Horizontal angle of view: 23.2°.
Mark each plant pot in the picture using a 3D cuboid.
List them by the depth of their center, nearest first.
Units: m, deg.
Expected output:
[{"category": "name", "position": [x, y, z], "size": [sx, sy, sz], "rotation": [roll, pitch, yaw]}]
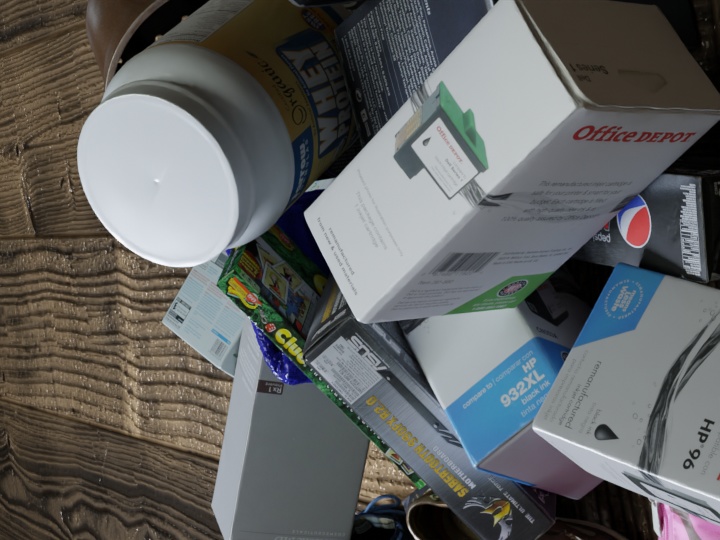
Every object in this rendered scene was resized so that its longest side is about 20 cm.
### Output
[{"category": "plant pot", "position": [-0.155, -0.197, 1.578], "size": [0.198, 0.198, 0.203], "rotation": [-129, 38, -56]}]

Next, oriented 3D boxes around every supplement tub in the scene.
[{"category": "supplement tub", "position": [-0.089, -0.103, 1.194], "size": [0.143, 0.200, 0.146], "rotation": [13, 124, 21]}]

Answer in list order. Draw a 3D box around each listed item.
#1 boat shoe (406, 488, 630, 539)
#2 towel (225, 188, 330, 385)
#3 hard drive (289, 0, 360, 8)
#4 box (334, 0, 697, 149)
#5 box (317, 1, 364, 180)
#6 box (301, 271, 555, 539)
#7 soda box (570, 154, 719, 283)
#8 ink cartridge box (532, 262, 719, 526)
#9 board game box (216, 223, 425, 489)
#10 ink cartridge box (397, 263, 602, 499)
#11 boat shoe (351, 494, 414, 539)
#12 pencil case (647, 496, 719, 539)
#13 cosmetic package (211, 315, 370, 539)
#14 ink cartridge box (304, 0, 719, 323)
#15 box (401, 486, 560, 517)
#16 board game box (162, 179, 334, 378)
[{"category": "boat shoe", "position": [0.116, 0.204, 1.224], "size": [0.201, 0.074, 0.076], "rotation": [15, 96, 37]}, {"category": "towel", "position": [0.000, 0.000, 1.314], "size": [0.049, 0.198, 0.149], "rotation": [-37, 70, 48]}, {"category": "hard drive", "position": [0.047, -0.220, 1.122], "size": [0.134, 0.199, 0.043], "rotation": [-28, 84, 53]}, {"category": "box", "position": [0.094, -0.150, 1.127], "size": [0.200, 0.146, 0.106], "rotation": [-31, 72, 63]}, {"category": "box", "position": [-0.023, -0.175, 1.380], "size": [0.200, 0.121, 0.107], "rotation": [51, 141, 42]}, {"category": "box", "position": [0.053, 0.081, 1.203], "size": [0.200, 0.048, 0.159], "rotation": [46, -161, -12]}, {"category": "soda box", "position": [0.176, -0.038, 1.088], "size": [0.199, 0.070, 0.064], "rotation": [15, 111, 61]}, {"category": "ink cartridge box", "position": [0.207, 0.078, 0.977], "size": [0.199, 0.068, 0.117], "rotation": [17, 74, 48]}, {"category": "board game box", "position": [-0.015, 0.053, 1.213], "size": [0.200, 0.023, 0.105], "rotation": [46, -160, -14]}, {"category": "ink cartridge box", "position": [0.098, 0.040, 1.176], "size": [0.084, 0.145, 0.201], "rotation": [-41, 57, 20]}, {"category": "boat shoe", "position": [0.018, 0.226, 1.458], "size": [0.069, 0.084, 0.200], "rotation": [57, 175, -12]}, {"category": "pencil case", "position": [0.221, 0.203, 1.061], "size": [0.091, 0.092, 0.203], "rotation": [-142, 46, -78]}, {"category": "cosmetic package", "position": [-0.049, 0.119, 1.392], "size": [0.090, 0.105, 0.203], "rotation": [-133, 49, -69]}, {"category": "ink cartridge box", "position": [0.087, -0.062, 0.996], "size": [0.200, 0.145, 0.085], "rotation": [-45, 63, 35]}, {"category": "box", "position": [0.110, 0.241, 1.346], "size": [0.158, 0.049, 0.202], "rotation": [-52, 53, 57]}, {"category": "board game box", "position": [-0.072, -0.011, 1.482], "size": [0.201, 0.064, 0.147], "rotation": [-60, 30, 0]}]
